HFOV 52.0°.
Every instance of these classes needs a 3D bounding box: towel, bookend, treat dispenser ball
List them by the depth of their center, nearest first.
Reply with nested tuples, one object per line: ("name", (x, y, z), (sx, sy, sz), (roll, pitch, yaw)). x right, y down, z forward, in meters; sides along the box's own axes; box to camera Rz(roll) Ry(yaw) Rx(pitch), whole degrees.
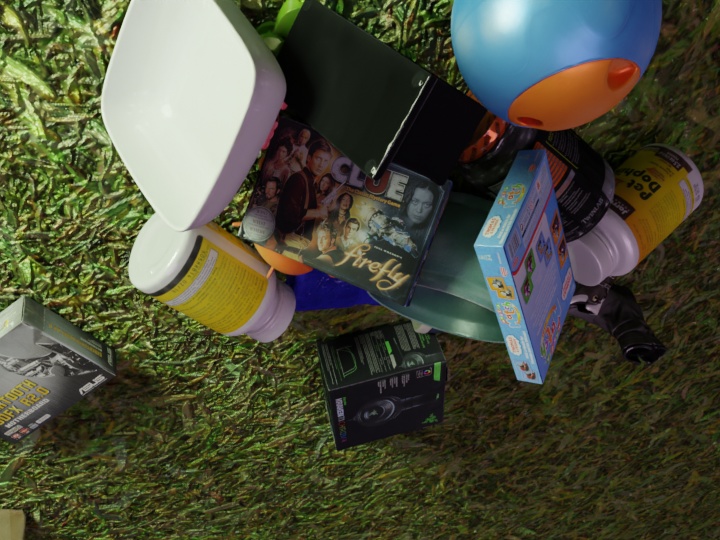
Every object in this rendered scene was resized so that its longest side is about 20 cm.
("bookend", (0.045, -0.143, 0.690), (0.198, 0.199, 0.093), (16, 112, -45))
("treat dispenser ball", (0.186, -0.239, 0.715), (0.196, 0.203, 0.203), (-10, 137, -10))
("towel", (0.000, 0.000, 0.999), (0.196, 0.050, 0.150), (-3, 134, -17))

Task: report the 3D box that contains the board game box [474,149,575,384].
("board game box", (0.185, -0.002, 0.802), (0.036, 0.152, 0.202), (3, 135, 33))

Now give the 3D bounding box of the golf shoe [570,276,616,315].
("golf shoe", (0.352, 0.014, 1.100), (0.197, 0.096, 0.078), (-28, 161, 12))

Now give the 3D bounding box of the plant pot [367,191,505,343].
("plant pot", (0.118, -0.011, 0.901), (0.196, 0.137, 0.201), (18, 167, 4))

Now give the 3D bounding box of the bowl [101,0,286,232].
("bowl", (-0.152, -0.163, 0.690), (0.074, 0.201, 0.201), (-10, 144, -49))

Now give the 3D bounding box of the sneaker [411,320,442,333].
("sneaker", (0.147, 0.019, 1.060), (0.083, 0.076, 0.201), (8, 140, -25))

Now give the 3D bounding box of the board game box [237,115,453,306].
("board game box", (-0.017, -0.063, 0.779), (0.196, 0.035, 0.138), (21, 93, 10))

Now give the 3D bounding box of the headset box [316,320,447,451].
("headset box", (0.040, 0.178, 1.161), (0.196, 0.094, 0.176), (-13, 137, -9))

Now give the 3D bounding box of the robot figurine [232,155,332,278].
("robot figurine", (-0.049, -0.073, 0.861), (0.198, 0.118, 0.144), (-30, 153, 10))

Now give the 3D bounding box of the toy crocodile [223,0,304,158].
("toy crocodile", (-0.095, -0.181, 0.747), (0.061, 0.068, 0.203), (19, 114, -16))

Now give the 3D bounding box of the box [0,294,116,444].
("box", (-0.449, 0.136, 0.972), (0.198, 0.049, 0.158), (-32, 136, 12))

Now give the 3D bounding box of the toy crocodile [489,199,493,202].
("toy crocodile", (0.246, -0.058, 1.016), (0.197, 0.067, 0.063), (13, 92, -32))

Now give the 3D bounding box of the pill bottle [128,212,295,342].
("pill bottle", (-0.172, 0.012, 0.902), (0.111, 0.113, 0.199), (-37, 134, 19))

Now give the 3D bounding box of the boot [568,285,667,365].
("boot", (0.392, 0.079, 1.162), (0.196, 0.133, 0.070), (7, 133, -26))

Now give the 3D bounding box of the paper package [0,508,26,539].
("paper package", (-0.622, 0.522, 1.186), (0.102, 0.202, 0.191), (17, 127, -33))

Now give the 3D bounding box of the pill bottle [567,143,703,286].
("pill bottle", (0.345, -0.070, 0.963), (0.199, 0.109, 0.110), (-38, 141, -19))

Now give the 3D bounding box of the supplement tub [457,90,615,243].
("supplement tub", (0.199, -0.129, 0.877), (0.198, 0.124, 0.122), (31, 119, -28))
